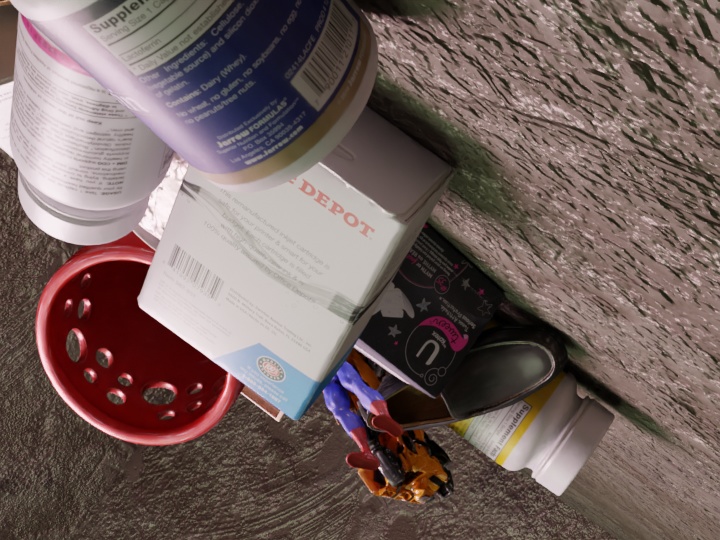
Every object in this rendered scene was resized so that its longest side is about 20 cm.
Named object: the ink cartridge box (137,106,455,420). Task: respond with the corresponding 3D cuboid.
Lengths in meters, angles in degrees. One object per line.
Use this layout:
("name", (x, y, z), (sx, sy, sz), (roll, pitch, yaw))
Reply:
("ink cartridge box", (-0.048, -0.021, 0.780), (0.145, 0.084, 0.201), (35, 131, 7))

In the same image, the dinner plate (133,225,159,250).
("dinner plate", (-0.157, -0.101, 1.017), (0.024, 0.202, 0.200), (-22, 135, 31))

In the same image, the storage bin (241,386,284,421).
("storage bin", (-0.104, 0.032, 1.363), (0.198, 0.201, 0.094), (35, -171, 14))

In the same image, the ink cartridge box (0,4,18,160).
("ink cartridge box", (-0.248, -0.152, 1.020), (0.083, 0.146, 0.200), (-12, 145, 22))

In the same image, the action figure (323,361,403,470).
("action figure", (-0.039, 0.089, 1.063), (0.099, 0.065, 0.200), (28, -165, -29))

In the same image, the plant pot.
("plant pot", (-0.182, 0.035, 1.112), (0.200, 0.201, 0.183), (37, -152, -7))

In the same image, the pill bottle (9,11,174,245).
("pill bottle", (-0.173, -0.113, 0.772), (0.113, 0.113, 0.201), (35, 141, 7))

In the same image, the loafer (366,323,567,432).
("loafer", (0.092, 0.105, 1.039), (0.073, 0.199, 0.072), (60, -146, -5))

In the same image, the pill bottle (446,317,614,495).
("pill bottle", (0.138, 0.121, 1.133), (0.199, 0.115, 0.114), (35, 174, 11))

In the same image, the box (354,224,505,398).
("box", (0.000, 0.000, 1.010), (0.200, 0.115, 0.132), (40, 172, -24))

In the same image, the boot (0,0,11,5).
("boot", (-0.269, -0.254, 0.860), (0.198, 0.074, 0.155), (22, 171, 16))

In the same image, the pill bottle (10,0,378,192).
("pill bottle", (-0.088, -0.134, 0.523), (0.115, 0.116, 0.200), (29, 170, 47))

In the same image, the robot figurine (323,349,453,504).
("robot figurine", (0.020, 0.148, 1.156), (0.145, 0.058, 0.201), (26, -149, -50))

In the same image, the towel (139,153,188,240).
("towel", (-0.096, -0.073, 0.854), (0.190, 0.032, 0.201), (35, 132, 9))
